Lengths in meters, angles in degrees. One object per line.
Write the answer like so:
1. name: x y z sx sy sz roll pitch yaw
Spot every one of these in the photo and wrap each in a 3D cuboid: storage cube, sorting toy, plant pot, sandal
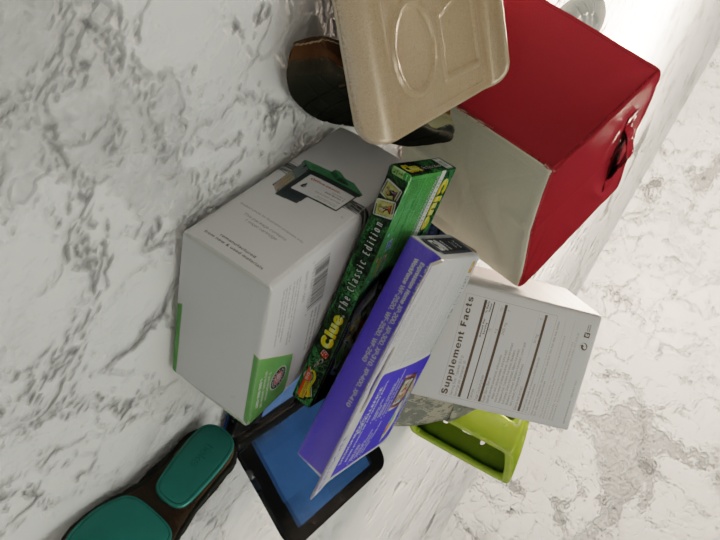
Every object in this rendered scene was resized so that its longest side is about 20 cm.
1. storage cube: 0.154 -0.133 0.883 0.179 0.199 0.173 -40 155 -28
2. sorting toy: 0.040 -0.205 0.635 0.199 0.036 0.189 -33 119 -48
3. plant pot: 0.198 0.205 1.473 0.183 0.196 0.201 -58 161 -20
4. sandal: 0.213 -0.264 1.063 0.202 0.050 0.083 -43 143 -10

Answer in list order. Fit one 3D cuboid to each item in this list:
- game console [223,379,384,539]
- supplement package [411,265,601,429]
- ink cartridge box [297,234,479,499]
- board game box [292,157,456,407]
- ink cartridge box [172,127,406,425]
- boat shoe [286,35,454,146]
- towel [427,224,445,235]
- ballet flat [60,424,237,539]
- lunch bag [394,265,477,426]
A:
1. game console: -0.035 0.137 0.895 0.199 0.117 0.173 -27 143 -58
2. supplement package: 0.119 0.065 0.907 0.121 0.195 0.122 -110 -145 -77
3. ink cartridge box: 0.021 0.067 0.728 0.201 0.043 0.200 -63 166 10
4. board game box: 0.012 0.007 0.715 0.104 0.023 0.203 -17 134 -63
5. ink cartridge box: -0.050 -0.002 0.709 0.200 0.083 0.148 -42 155 -45
6. boat shoe: 0.011 -0.150 0.692 0.199 0.074 0.076 9 83 -61
7. towel: 0.138 -0.064 1.148 0.199 0.048 0.114 -27 141 -58
8. ballet flat: -0.171 0.206 0.734 0.199 0.068 0.069 -36 158 -49
9. lunch bag: 0.074 0.099 1.069 0.165 0.141 0.201 -20 153 -16
